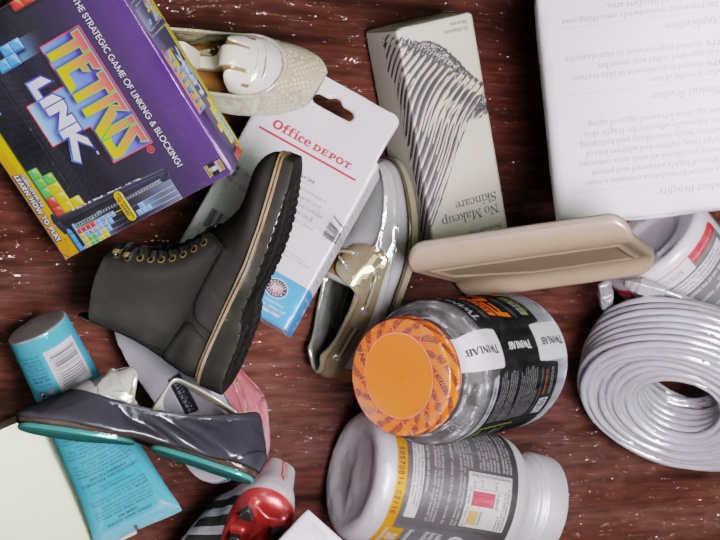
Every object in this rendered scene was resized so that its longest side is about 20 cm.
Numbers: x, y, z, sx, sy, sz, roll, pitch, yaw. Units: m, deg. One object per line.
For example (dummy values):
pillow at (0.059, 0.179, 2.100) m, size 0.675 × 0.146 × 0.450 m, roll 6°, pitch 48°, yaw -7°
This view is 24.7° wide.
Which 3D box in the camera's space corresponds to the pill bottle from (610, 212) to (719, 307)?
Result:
pill bottle at (0.331, 0.035, 1.565) m, size 0.114 × 0.114 × 0.200 m, roll -48°, pitch 112°, yaw -11°

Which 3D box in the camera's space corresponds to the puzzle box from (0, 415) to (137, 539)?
puzzle box at (-0.297, 0.197, 1.351) m, size 0.199 × 0.025 × 0.134 m, roll -23°, pitch 105°, yaw -20°

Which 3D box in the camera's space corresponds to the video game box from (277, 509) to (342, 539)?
video game box at (-0.088, 0.293, 1.371) m, size 0.047 × 0.200 × 0.182 m, roll 39°, pitch 76°, yaw 12°

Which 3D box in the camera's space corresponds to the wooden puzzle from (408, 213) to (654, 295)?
wooden puzzle at (0.150, -0.017, 1.405) m, size 0.183 × 0.200 × 0.038 m, roll -8°, pitch 79°, yaw 15°

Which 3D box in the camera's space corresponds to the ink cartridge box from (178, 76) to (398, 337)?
ink cartridge box at (-0.060, -0.060, 1.379) m, size 0.115 × 0.067 × 0.201 m, roll 29°, pitch 84°, yaw 6°

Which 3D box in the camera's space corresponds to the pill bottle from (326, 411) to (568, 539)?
pill bottle at (0.079, 0.197, 1.471) m, size 0.199 × 0.116 × 0.117 m, roll 14°, pitch 91°, yaw -24°

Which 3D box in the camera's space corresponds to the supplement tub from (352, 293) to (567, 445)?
supplement tub at (0.085, 0.083, 1.413) m, size 0.199 × 0.122 × 0.124 m, roll -3°, pitch 99°, yaw -58°

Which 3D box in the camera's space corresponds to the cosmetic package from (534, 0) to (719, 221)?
cosmetic package at (0.242, -0.155, 1.444) m, size 0.166 × 0.166 × 0.202 m, roll -5°, pitch 100°, yaw 6°

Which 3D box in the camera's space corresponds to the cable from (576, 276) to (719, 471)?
cable at (0.298, 0.106, 1.515) m, size 0.201 × 0.198 × 0.070 m, roll 89°, pitch 21°, yaw -50°

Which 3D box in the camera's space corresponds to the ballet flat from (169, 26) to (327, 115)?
ballet flat at (-0.125, -0.164, 1.326) m, size 0.198 × 0.062 × 0.068 m, roll 4°, pitch 79°, yaw -2°

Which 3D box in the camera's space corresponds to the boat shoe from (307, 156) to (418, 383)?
boat shoe at (0.000, 0.000, 1.434) m, size 0.068 × 0.075 × 0.202 m, roll 3°, pitch 96°, yaw -30°

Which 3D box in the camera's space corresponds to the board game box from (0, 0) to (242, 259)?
board game box at (-0.213, -0.132, 1.288) m, size 0.164 × 0.057 × 0.201 m, roll -26°, pitch 109°, yaw 18°

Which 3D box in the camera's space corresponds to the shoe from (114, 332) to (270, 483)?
shoe at (-0.141, 0.084, 1.388) m, size 0.071 × 0.091 × 0.201 m, roll -28°, pitch 80°, yaw 12°

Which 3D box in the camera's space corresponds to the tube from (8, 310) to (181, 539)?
tube at (-0.220, 0.131, 1.341) m, size 0.077 × 0.050 × 0.201 m, roll -23°, pitch 109°, yaw -2°

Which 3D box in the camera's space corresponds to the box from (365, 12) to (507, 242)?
box at (0.068, -0.121, 1.452) m, size 0.082 × 0.068 × 0.202 m, roll -17°, pitch 103°, yaw -22°

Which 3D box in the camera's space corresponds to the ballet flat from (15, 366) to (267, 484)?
ballet flat at (-0.168, 0.114, 1.295) m, size 0.198 × 0.073 × 0.074 m, roll 14°, pitch 91°, yaw -7°

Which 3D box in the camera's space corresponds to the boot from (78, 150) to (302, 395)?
boot at (-0.136, -0.018, 1.292) m, size 0.137 × 0.077 × 0.201 m, roll 24°, pitch 102°, yaw 8°

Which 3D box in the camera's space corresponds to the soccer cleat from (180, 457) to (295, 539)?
soccer cleat at (-0.120, 0.236, 1.393) m, size 0.068 × 0.085 × 0.200 m, roll 36°, pitch 118°, yaw -11°
